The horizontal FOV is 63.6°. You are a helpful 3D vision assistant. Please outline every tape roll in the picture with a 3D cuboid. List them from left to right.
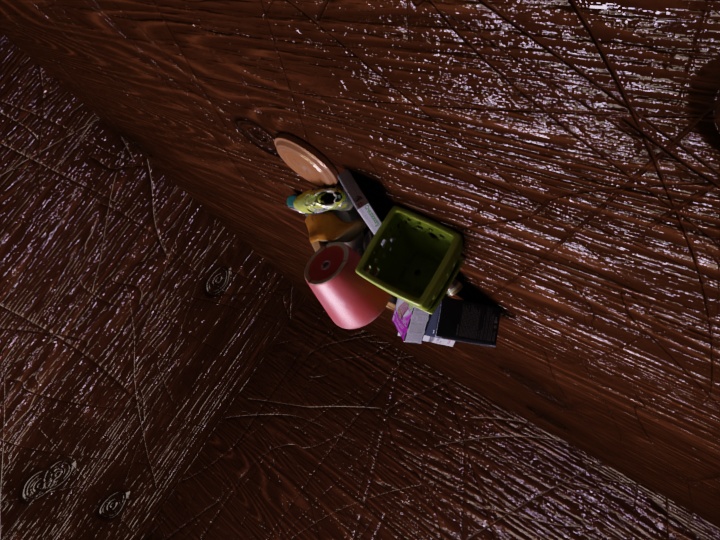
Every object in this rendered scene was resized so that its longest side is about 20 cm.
[{"bbox_3d":[-0.072,-0.125,1.677,0.202,0.037,0.203,26,128,38],"label":"tape roll"}]

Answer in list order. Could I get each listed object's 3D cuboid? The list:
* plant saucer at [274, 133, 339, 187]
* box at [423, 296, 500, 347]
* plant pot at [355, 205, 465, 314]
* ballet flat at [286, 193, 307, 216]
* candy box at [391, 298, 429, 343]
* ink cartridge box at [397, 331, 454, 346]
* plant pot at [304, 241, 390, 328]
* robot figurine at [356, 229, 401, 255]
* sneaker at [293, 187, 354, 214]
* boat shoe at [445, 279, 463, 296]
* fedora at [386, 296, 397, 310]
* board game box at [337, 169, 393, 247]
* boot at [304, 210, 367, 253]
[{"bbox_3d":[-0.143,-0.280,1.519,0.200,0.032,0.200,33,168,8],"label":"plant saucer"},{"bbox_3d":[0.278,0.149,1.733,0.196,0.124,0.200,9,176,-17],"label":"box"},{"bbox_3d":[0.136,-0.014,1.443,0.200,0.199,0.181,28,174,25],"label":"plant pot"},{"bbox_3d":[-0.156,-0.202,1.848,0.067,0.068,0.200,17,-171,-43],"label":"ballet flat"},{"bbox_3d":[0.157,0.093,1.700,0.061,0.201,0.136,7,-158,-17],"label":"candy box"},{"bbox_3d":[0.239,0.176,1.975,0.199,0.085,0.146,12,148,2],"label":"ink cartridge box"},{"bbox_3d":[-0.044,0.031,1.559,0.200,0.201,0.177,21,160,48],"label":"plant pot"},{"bbox_3d":[0.072,-0.056,1.634,0.169,0.113,0.200,-6,160,11],"label":"robot figurine"},{"bbox_3d":[-0.108,-0.194,1.558,0.199,0.076,0.076,-4,173,36],"label":"sneaker"},{"bbox_3d":[0.233,0.032,1.699,0.065,0.073,0.200,56,164,-10],"label":"boat shoe"},{"bbox_3d":[0.081,0.070,1.857,0.200,0.082,0.201,24,176,2],"label":"fedora"},{"bbox_3d":[0.016,-0.151,1.462,0.126,0.035,0.200,61,-174,33],"label":"board game box"},{"bbox_3d":[-0.077,-0.136,1.598,0.071,0.201,0.144,3,-119,-48],"label":"boot"}]
